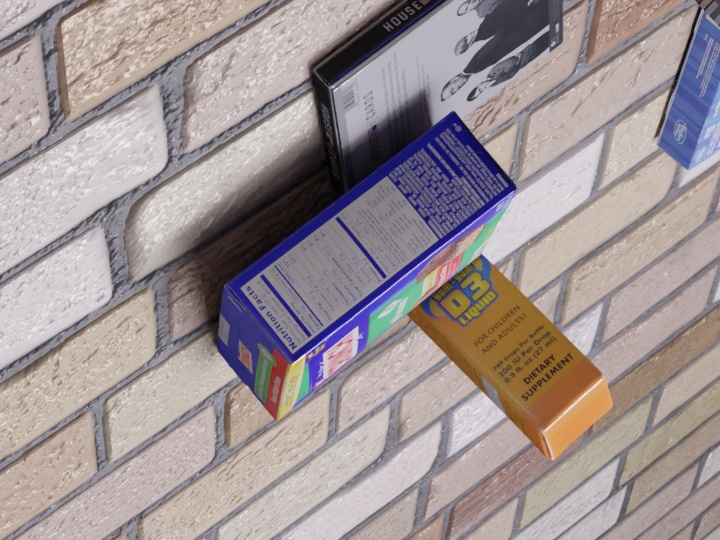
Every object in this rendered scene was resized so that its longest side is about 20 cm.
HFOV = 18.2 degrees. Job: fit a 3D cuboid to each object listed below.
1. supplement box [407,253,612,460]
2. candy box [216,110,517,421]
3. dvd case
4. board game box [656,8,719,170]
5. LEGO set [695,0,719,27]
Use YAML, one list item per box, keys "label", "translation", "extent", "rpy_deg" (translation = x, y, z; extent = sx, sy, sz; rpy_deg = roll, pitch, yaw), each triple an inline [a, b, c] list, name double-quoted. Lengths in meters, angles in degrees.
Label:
- label: "supplement box"
  translation: [0.093, 0.043, 1.648]
  extent: [0.067, 0.200, 0.069]
  rpy_deg: [-42, 153, -7]
- label: "candy box"
  translation: [0.000, 0.000, 1.539]
  extent: [0.200, 0.077, 0.169]
  rpy_deg: [-37, 171, -13]
- label: "dvd case"
  translation: [0.056, -0.144, 1.507]
  extent: [0.200, 0.025, 0.150]
  rpy_deg: [-37, 155, -15]
- label: "board game box"
  translation: [0.348, -0.201, 1.862]
  extent: [0.199, 0.043, 0.200]
  rpy_deg: [-32, 153, -30]
- label: "LEGO set"
  translation: [0.283, -0.241, 1.489]
  extent: [0.154, 0.116, 0.200]
  rpy_deg: [-48, 167, 32]
